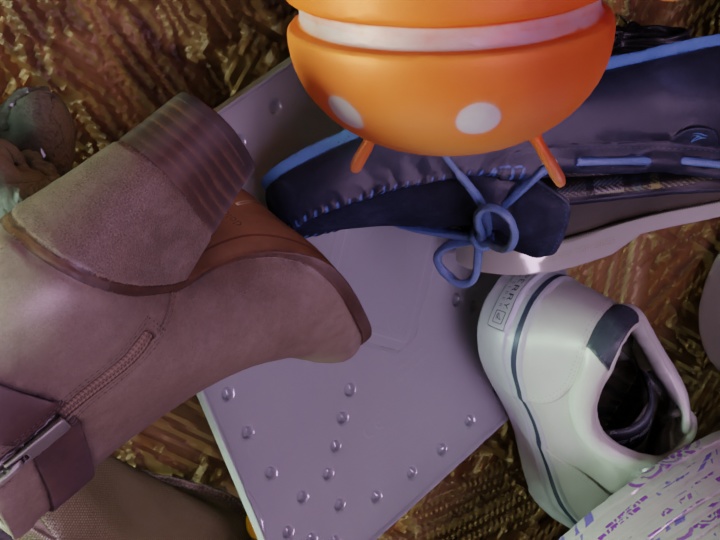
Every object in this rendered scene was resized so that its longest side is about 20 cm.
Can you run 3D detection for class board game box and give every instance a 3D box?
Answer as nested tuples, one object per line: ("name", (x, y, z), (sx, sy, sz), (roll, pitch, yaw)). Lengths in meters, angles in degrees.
("board game box", (0.000, 0.000, 0.838), (0.200, 0.026, 0.200), (-39, 121, -33))

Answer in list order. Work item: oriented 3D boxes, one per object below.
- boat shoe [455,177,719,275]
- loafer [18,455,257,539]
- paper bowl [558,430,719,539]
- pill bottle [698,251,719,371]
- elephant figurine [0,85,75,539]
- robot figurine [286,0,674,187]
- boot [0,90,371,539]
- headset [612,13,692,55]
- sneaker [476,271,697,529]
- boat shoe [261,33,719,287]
("boat shoe", (0.122, -0.051, 0.878), (0.201, 0.072, 0.060), (-19, 110, -35))
("loafer", (-0.123, 0.096, 0.806), (0.200, 0.076, 0.068), (10, 122, -29))
("paper bowl", (0.149, 0.168, 0.904), (0.200, 0.104, 0.201), (-31, 153, -18))
("pill bottle", (0.262, 0.046, 0.967), (0.200, 0.114, 0.114), (28, 92, -30))
("elephant figurine", (-0.208, -0.011, 0.716), (0.200, 0.155, 0.142), (7, 131, -20))
("robot figurine", (0.031, -0.125, 0.675), (0.144, 0.117, 0.201), (-11, 112, -21))
("boot", (-0.079, 0.030, 0.701), (0.146, 0.070, 0.200), (-50, 148, -10))
("headset", (0.114, -0.165, 0.826), (0.094, 0.124, 0.200), (9, 134, -3))
("sneaker", (0.111, 0.073, 0.894), (0.073, 0.071, 0.200), (-56, 144, -14))
("boat shoe", (0.065, -0.037, 0.769), (0.199, 0.084, 0.069), (-15, 86, -4))
